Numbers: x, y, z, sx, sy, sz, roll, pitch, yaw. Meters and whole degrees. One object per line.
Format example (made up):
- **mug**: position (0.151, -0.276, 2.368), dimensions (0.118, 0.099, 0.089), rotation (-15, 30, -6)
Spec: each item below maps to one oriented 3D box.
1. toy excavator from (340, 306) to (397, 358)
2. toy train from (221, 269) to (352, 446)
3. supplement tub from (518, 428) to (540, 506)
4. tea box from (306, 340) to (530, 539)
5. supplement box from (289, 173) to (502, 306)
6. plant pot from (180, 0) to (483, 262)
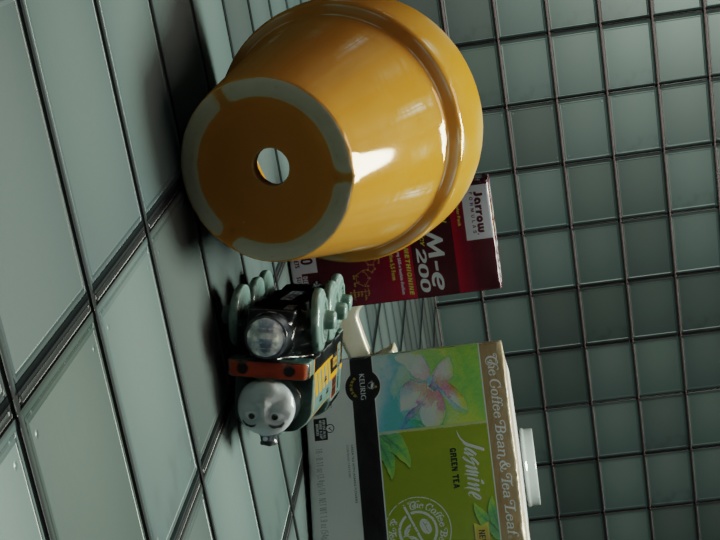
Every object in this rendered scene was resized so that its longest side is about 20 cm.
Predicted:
- **toy excavator**: position (0.000, 0.000, 1.455), dimensions (0.194, 0.200, 0.100), rotation (38, 13, -3)
- **toy train**: position (-0.053, 0.062, 0.991), dimensions (0.200, 0.085, 0.114), rotation (-44, 136, -82)
- **supplement tub**: position (0.183, 0.326, 2.108), dimensions (0.145, 0.200, 0.145), rotation (-7, 90, -83)
- **tea box**: position (0.055, 0.187, 1.246), dimensions (0.134, 0.197, 0.200), rotation (65, 17, -70)
- **supplement box**: position (0.032, -0.026, 1.268), dimensions (0.061, 0.200, 0.109), rotation (-62, 144, -78)
- **plant pot**: position (-0.032, -0.089, 0.936), dimensions (0.183, 0.200, 0.200), rotation (-40, 123, -64)
